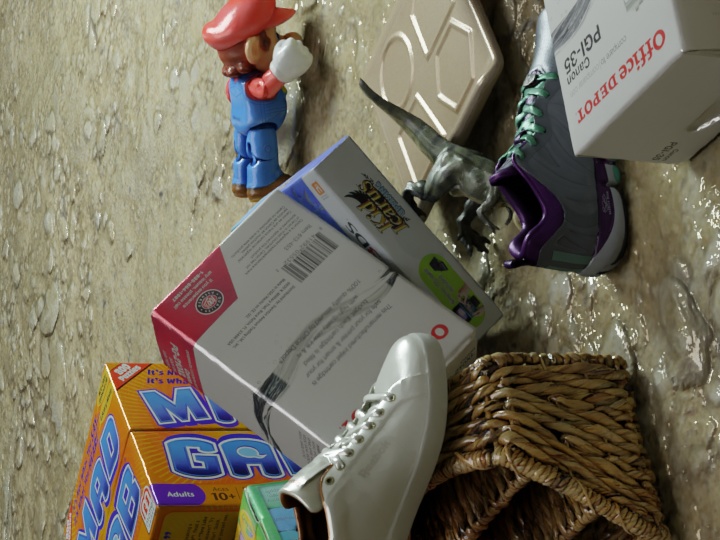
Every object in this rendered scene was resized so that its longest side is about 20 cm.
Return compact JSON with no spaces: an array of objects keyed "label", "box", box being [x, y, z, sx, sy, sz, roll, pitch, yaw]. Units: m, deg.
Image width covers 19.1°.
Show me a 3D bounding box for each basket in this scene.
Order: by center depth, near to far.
[{"label":"basket","box":[0.100,0.163,1.458,0.200,0.142,0.150,126,139,-53]}]

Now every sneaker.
[{"label":"sneaker","box":[-0.002,0.127,1.398,0.073,0.084,0.201,-18,53,63]},{"label":"sneaker","box":[0.129,-0.095,1.472,0.074,0.087,0.201,142,125,-60]}]

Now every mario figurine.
[{"label":"mario figurine","box":[-0.080,-0.169,2.000,0.123,0.106,0.201,4,106,30]}]

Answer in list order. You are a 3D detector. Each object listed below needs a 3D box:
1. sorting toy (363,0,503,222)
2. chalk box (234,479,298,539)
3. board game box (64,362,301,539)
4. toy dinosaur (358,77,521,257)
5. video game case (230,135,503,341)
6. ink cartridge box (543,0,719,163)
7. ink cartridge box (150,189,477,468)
[{"label":"sorting toy","box":[0.061,-0.159,1.705,0.185,0.036,0.201,116,151,-44]},{"label":"chalk box","box":[-0.030,0.248,1.754,0.124,0.124,0.201,-118,33,-48]},{"label":"board game box","box":[-0.132,0.221,1.909,0.200,0.199,0.201,-119,39,-49]},{"label":"toy dinosaur","box":[0.069,-0.063,1.616,0.200,0.047,0.088,36,132,27]},{"label":"video game case","box":[0.000,0.000,1.678,0.181,0.045,0.200,49,155,-5]},{"label":"ink cartridge box","box":[0.185,-0.188,1.356,0.147,0.082,0.201,133,133,-56]},{"label":"ink cartridge box","box":[-0.032,0.057,1.584,0.200,0.145,0.084,35,156,22]}]
